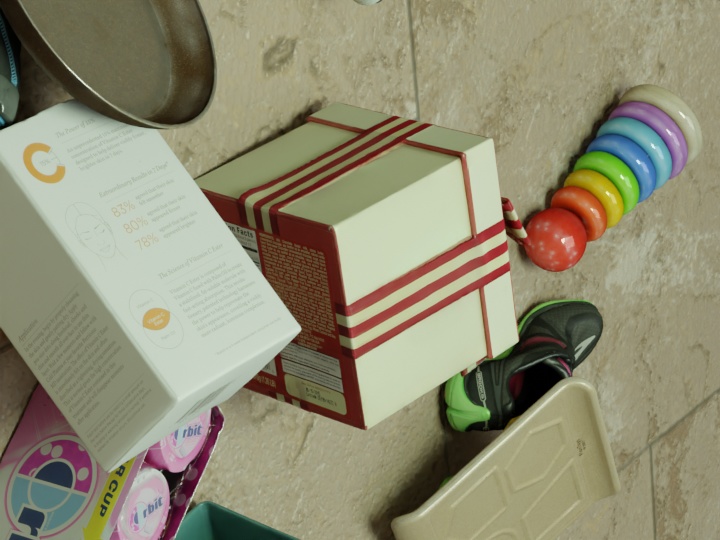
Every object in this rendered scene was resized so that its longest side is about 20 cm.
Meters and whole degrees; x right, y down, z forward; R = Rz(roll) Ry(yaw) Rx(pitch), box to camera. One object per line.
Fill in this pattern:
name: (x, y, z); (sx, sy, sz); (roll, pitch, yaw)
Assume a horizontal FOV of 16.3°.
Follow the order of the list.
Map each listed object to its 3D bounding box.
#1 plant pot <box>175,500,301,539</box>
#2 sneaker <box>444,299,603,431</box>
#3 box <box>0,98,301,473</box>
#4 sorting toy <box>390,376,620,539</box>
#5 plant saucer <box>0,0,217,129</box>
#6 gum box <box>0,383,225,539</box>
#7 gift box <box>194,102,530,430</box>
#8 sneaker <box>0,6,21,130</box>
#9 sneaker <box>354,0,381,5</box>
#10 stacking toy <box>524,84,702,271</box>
plant pot: (-0.088, 0.303, 1.796); (0.141, 0.140, 0.201); (-42, 138, -40)
sneaker: (0.152, 0.088, 2.110); (0.200, 0.083, 0.077); (-36, 128, -44)
box: (-0.155, 0.002, 1.558); (0.124, 0.097, 0.201); (-29, 80, -47)
sorting toy: (0.119, 0.189, 2.064); (0.199, 0.036, 0.186); (-37, 144, -12)
plant saucer: (-0.168, -0.169, 1.565); (0.200, 0.032, 0.201); (39, 32, -31)
gum box: (-0.180, 0.153, 1.642); (0.066, 0.113, 0.201); (44, 64, -50)
gift box: (0.000, 0.000, 1.803); (0.186, 0.184, 0.201); (-30, 127, -36)
sneaker: (-0.266, -0.160, 1.489); (0.200, 0.073, 0.083); (53, 41, -53)
sneaker: (-0.058, -0.235, 1.755); (0.116, 0.075, 0.201); (-53, 130, -19)
stacking toy: (0.211, -0.070, 2.159); (0.200, 0.085, 0.086); (-48, 134, -31)
